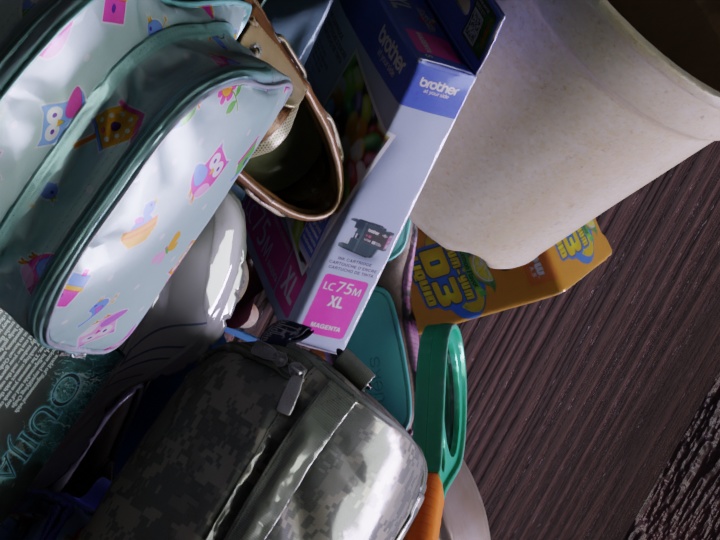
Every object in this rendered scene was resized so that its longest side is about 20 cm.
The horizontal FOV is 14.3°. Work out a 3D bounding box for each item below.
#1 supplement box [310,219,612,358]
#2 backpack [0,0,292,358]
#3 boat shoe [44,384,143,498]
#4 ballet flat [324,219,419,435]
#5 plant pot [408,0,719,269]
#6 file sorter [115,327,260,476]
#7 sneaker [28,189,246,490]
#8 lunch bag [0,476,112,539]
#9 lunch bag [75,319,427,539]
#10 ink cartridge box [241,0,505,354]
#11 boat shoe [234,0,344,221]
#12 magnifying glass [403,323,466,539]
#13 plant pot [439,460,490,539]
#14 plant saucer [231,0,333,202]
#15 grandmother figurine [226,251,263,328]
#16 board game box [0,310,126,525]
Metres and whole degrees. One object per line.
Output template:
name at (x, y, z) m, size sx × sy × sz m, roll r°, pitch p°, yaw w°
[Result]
supplement box at (0.049, -0.004, 1.741) m, size 0.199 × 0.067 × 0.069 m, roll -18°, pitch -170°, yaw 37°
backpack at (-0.132, -0.060, 1.132) m, size 0.176 × 0.153 × 0.200 m, roll -54°, pitch 159°, yaw 10°
boat shoe at (-0.161, 0.112, 1.546) m, size 0.074 × 0.060 × 0.200 m, roll -41°, pitch 158°, yaw -47°
ballet flat at (0.000, 0.000, 1.592) m, size 0.071 × 0.069 × 0.201 m, roll -133°, pitch -143°, yaw -81°
plant pot at (0.102, -0.104, 1.494) m, size 0.183 × 0.201 × 0.200 m, roll -44°, pitch 173°, yaw 32°
file sorter at (-0.059, 0.134, 1.613) m, size 0.139 × 0.122 × 0.200 m, roll -61°, pitch -160°, yaw 15°
sneaker at (-0.134, 0.032, 1.420) m, size 0.200 × 0.074 × 0.087 m, roll -48°, pitch 157°, yaw 3°
lunch bag at (-0.193, 0.186, 1.485) m, size 0.200 × 0.094 × 0.151 m, roll -50°, pitch 160°, yaw -3°
lunch bag at (-0.058, 0.133, 1.390) m, size 0.200 × 0.139 × 0.168 m, roll -58°, pitch 180°, yaw -9°
ink cartridge box at (0.001, -0.074, 1.451) m, size 0.042 × 0.119 × 0.200 m, roll 15°, pitch 117°, yaw -26°
boat shoe at (-0.057, -0.088, 1.353) m, size 0.076 × 0.074 × 0.200 m, roll -44°, pitch 145°, yaw -1°
magnifying glass at (0.039, 0.103, 1.535) m, size 0.200 × 0.022 × 0.080 m, roll -75°, pitch 161°, yaw -54°
plant pot at (-0.047, 0.186, 1.825) m, size 0.173 × 0.200 × 0.200 m, roll -27°, pitch 148°, yaw -45°
plant saucer at (-0.041, -0.120, 1.495) m, size 0.200 × 0.036 × 0.200 m, roll -50°, pitch 163°, yaw -22°
grandmother figurine at (-0.054, -0.017, 1.619) m, size 0.200 × 0.060 × 0.122 m, roll -34°, pitch 132°, yaw -59°
board game box at (-0.208, 0.086, 1.320) m, size 0.200 × 0.028 × 0.135 m, roll -54°, pitch 140°, yaw -7°
